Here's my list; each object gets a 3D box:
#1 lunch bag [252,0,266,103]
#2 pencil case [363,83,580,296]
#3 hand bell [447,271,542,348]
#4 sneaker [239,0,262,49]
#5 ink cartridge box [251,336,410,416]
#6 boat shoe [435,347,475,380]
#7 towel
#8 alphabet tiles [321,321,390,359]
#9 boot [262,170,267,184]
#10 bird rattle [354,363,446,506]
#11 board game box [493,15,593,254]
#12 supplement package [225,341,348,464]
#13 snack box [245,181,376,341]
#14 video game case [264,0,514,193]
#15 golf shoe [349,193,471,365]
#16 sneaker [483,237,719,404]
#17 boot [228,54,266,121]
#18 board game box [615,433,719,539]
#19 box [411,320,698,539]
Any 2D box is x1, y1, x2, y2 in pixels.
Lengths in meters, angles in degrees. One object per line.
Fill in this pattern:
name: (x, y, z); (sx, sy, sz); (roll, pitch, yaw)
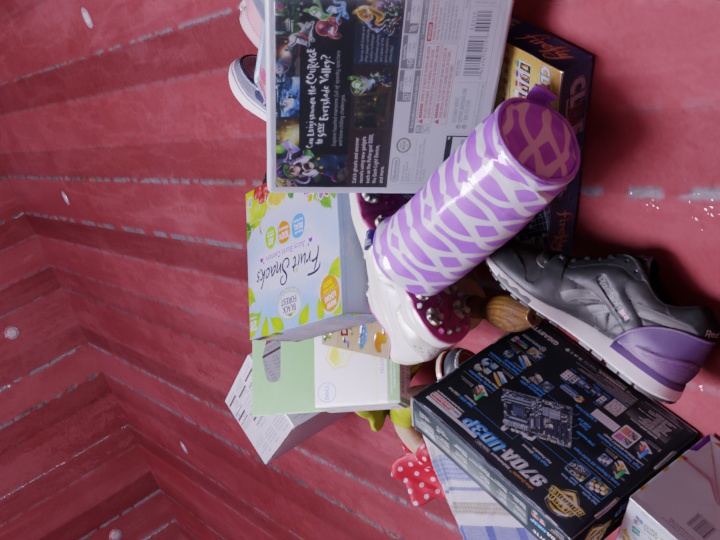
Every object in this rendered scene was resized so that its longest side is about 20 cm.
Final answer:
lunch bag: (-0.023, -0.201, 0.900); (0.200, 0.127, 0.170); (105, 151, -44)
pencil case: (0.088, -0.055, 0.819); (0.084, 0.086, 0.200); (30, 141, -16)
hand bell: (0.107, 0.035, 0.944); (0.104, 0.104, 0.200); (66, 163, -12)
sneaker: (-0.092, -0.295, 1.030); (0.105, 0.075, 0.200); (18, 136, 48)
ink cartridge box: (-0.043, 0.089, 1.174); (0.048, 0.200, 0.146); (36, -129, -66)
boat shoe: (0.155, 0.149, 1.021); (0.200, 0.071, 0.063); (49, 139, -10)
towel: (0.153, 0.231, 1.135); (0.147, 0.024, 0.200); (-6, 116, 31)
alphabet tiles: (0.000, 0.000, 1.053); (0.200, 0.006, 0.167); (5, 92, 58)
boot: (-0.046, -0.020, 1.230); (0.158, 0.079, 0.211); (32, 142, 45)
bird rattle: (0.084, 0.194, 1.203); (0.163, 0.113, 0.200); (-6, 115, 44)
board game box: (0.126, -0.113, 0.869); (0.135, 0.035, 0.200); (40, 148, 37)
supplement package: (-0.074, 0.153, 1.375); (0.111, 0.156, 0.200); (56, 154, 11)
snack box: (-0.047, -0.021, 1.059); (0.200, 0.068, 0.169); (-19, 71, 58)
video game case: (0.016, -0.140, 0.815); (0.200, 0.182, 0.023); (95, 173, -47)
golf shoe: (0.026, -0.005, 0.941); (0.092, 0.075, 0.200); (-50, 52, 45)
sneaker: (0.195, 0.013, 0.832); (0.200, 0.076, 0.088); (38, 109, 23)
boot: (-0.070, -0.197, 1.111); (0.200, 0.073, 0.090); (45, 142, 27)
board game box: (0.284, 0.255, 0.883); (0.105, 0.103, 0.200); (42, 149, 33)
box: (0.168, 0.141, 0.914); (0.200, 0.159, 0.046); (38, 148, 37)
